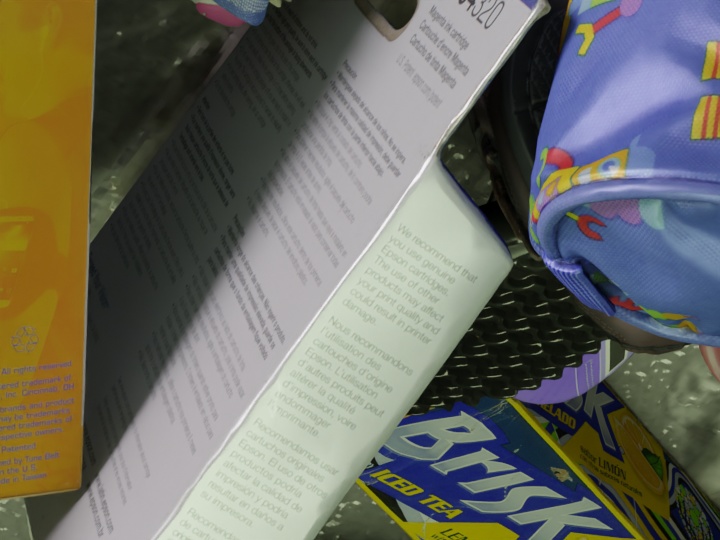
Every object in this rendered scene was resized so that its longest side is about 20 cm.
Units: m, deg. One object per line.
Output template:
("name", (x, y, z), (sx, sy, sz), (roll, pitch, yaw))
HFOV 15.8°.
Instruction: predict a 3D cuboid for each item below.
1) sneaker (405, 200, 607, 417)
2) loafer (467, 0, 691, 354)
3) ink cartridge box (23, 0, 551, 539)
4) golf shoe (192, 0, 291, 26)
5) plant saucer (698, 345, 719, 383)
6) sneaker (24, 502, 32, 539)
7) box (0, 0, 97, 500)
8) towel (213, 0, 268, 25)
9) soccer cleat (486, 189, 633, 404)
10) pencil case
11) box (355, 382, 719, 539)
("sneaker", (0.000, 0.000, 0.779), (0.070, 0.090, 0.200), (18, 147, -37))
("loafer", (0.059, -0.057, 0.703), (0.072, 0.201, 0.063), (-6, 146, -15))
("ink cartridge box", (-0.022, -0.005, 0.700), (0.043, 0.196, 0.200), (34, 99, -21))
("golf shoe", (-0.020, -0.158, 0.697), (0.091, 0.075, 0.200), (24, 125, -6))
("plant saucer", (0.207, 0.005, 0.825), (0.199, 0.051, 0.201), (-8, 148, -5))
("sneaker", (-0.071, 0.094, 0.930), (0.080, 0.072, 0.200), (-10, 138, 2))
("box", (-0.108, -0.054, 0.677), (0.041, 0.119, 0.201), (-8, 111, -27))
("towel", (-0.049, -0.178, 0.642), (0.147, 0.024, 0.200), (41, 135, 23))
("soccer cleat", (0.085, -0.028, 0.753), (0.068, 0.073, 0.200), (32, 121, -5))
("pencil case", (0.086, -0.078, 0.630), (0.087, 0.201, 0.078), (-12, 144, 31))
("box", (0.055, 0.069, 0.907), (0.070, 0.064, 0.200), (-27, 129, 22))
